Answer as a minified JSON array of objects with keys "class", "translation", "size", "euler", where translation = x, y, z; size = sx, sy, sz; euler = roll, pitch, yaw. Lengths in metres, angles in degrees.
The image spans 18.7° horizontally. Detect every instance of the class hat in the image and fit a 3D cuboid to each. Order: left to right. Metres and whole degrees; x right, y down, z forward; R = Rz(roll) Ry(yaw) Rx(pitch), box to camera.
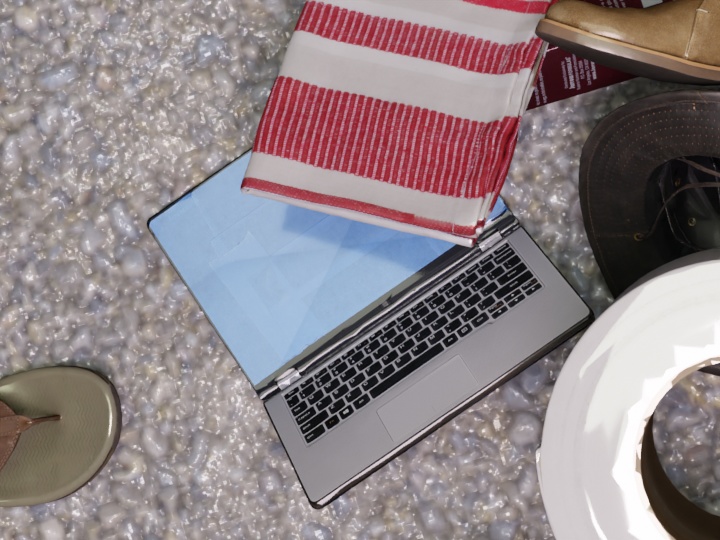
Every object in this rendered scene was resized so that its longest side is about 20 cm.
[{"class":"hat","translation":[0.219,-0.033,1.241],"size":[0.200,0.201,0.081],"euler":[35,48,5]}]

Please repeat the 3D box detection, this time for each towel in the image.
[{"class":"towel","translation":[0.028,-0.118,1.212],"size":[0.143,0.023,0.201],"euler":[13,69,17]}]

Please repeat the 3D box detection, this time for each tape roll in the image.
[{"class":"tape roll","translation":[0.197,0.090,1.128],"size":[0.202,0.139,0.204],"euler":[1,93,10]}]

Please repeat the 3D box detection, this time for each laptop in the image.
[{"class":"laptop","translation":[0.000,0.000,1.249],"size":[0.187,0.200,0.116],"euler":[-35,118,1]}]

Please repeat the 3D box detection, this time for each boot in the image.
[{"class":"boot","translation":[0.193,-0.135,1.191],"size":[0.199,0.074,0.076],"euler":[7,97,-12]}]

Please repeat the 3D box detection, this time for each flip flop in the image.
[{"class":"flip flop","translation":[-0.238,0.101,1.283],"size":[0.199,0.058,0.082],"euler":[-4,86,4]}]

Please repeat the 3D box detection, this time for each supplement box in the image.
[{"class":"supplement box","translation":[0.083,-0.149,1.262],"size":[0.199,0.061,0.109],"euler":[-16,62,2]}]
